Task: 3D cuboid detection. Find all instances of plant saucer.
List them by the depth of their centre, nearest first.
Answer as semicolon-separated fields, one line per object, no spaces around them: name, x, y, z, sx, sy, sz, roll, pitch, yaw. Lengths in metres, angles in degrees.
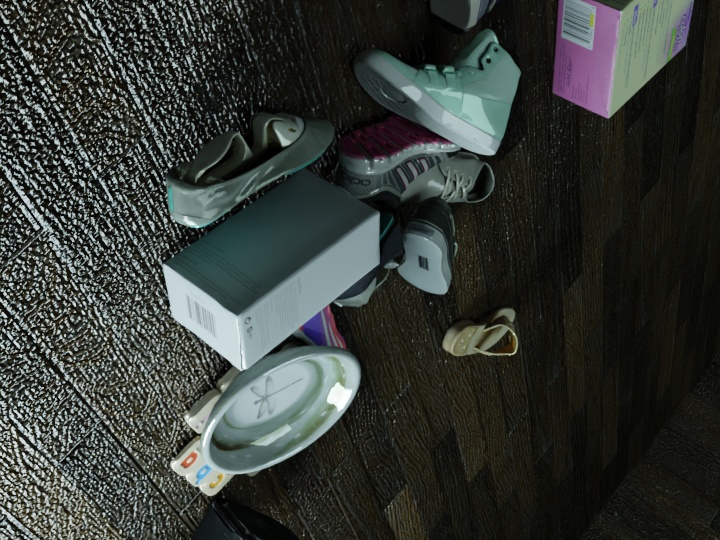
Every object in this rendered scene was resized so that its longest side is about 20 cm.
plant saucer;-0.095;0.143;1.213;0.200;0.050;0.200;-26;147;-18

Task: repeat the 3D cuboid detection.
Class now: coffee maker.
coffee maker;-0.176;0.387;1.302;0.200;0.135;0.192;-60;150;3

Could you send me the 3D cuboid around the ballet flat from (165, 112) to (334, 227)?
ballet flat;-0.098;-0.111;1.017;0.200;0.067;0.064;-38;138;-32

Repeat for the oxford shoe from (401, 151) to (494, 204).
oxford shoe;0.102;-0.111;1.334;0.200;0.058;0.075;-8;128;-52

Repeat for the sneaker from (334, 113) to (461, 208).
sneaker;0.037;-0.118;1.216;0.200;0.074;0.088;-24;144;-48

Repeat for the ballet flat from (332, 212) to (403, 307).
ballet flat;0.000;0.000;1.223;0.200;0.073;0.073;-48;155;-57

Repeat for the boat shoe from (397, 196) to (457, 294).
boat shoe;0.091;-0.028;1.361;0.064;0.071;0.200;-62;170;-18

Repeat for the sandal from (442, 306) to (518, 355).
sandal;0.209;0.111;1.697;0.211;0.070;0.078;-6;123;-55

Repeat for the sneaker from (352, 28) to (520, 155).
sneaker;0.085;-0.216;1.164;0.200;0.074;0.119;25;84;-33

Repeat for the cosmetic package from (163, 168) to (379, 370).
cosmetic package;-0.084;-0.007;1.091;0.200;0.113;0.081;-35;144;-32

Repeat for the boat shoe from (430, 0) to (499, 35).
boat shoe;0.127;-0.351;1.137;0.093;0.075;0.200;-42;156;-36

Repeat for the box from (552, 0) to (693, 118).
box;0.356;-0.340;1.467;0.200;0.097;0.176;-41;147;-26

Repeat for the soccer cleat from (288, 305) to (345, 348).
soccer cleat;-0.057;0.049;1.235;0.073;0.068;0.200;-59;149;-6

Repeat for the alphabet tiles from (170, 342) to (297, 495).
alphabet tiles;-0.131;0.174;1.280;0.196;0.015;0.200;-46;150;-10
